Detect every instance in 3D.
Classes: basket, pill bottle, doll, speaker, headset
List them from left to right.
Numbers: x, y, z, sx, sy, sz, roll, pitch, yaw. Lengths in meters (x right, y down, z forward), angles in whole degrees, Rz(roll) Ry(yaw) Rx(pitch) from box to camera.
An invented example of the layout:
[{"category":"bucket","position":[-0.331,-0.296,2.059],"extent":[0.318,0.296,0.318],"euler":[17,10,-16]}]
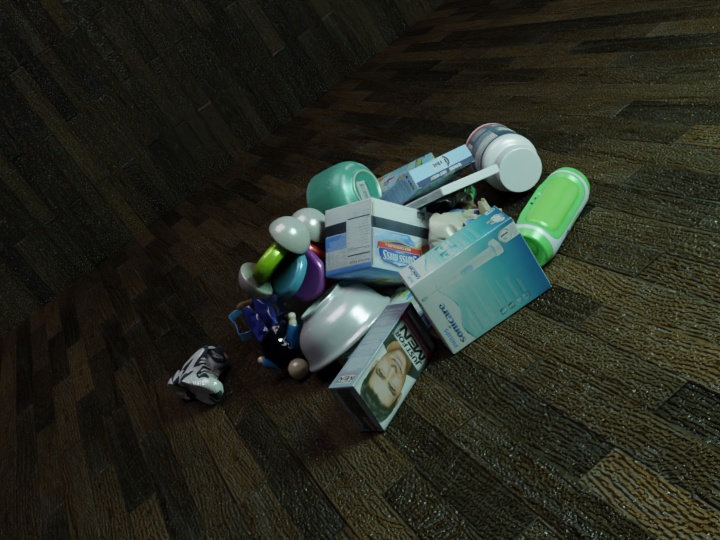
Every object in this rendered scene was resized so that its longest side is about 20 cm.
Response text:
[{"category":"doll","position":[-0.163,0.125,1.741],"extent":[0.048,0.200,0.137],"euler":[-3,-39,-51]},{"category":"basket","position":[-0.177,0.074,1.897],"extent":[0.199,0.140,0.176],"euler":[-32,20,-9]},{"category":"headset","position":[0.153,-0.117,1.877],"extent":[0.200,0.094,0.124],"euler":[-41,15,34]},{"category":"pill bottle","position":[0.298,-0.229,1.864],"extent":[0.119,0.120,0.200],"euler":[-34,22,2]},{"category":"speaker","position":[0.332,-0.094,1.582],"extent":[0.088,0.089,0.200],"euler":[-10,32,46]}]

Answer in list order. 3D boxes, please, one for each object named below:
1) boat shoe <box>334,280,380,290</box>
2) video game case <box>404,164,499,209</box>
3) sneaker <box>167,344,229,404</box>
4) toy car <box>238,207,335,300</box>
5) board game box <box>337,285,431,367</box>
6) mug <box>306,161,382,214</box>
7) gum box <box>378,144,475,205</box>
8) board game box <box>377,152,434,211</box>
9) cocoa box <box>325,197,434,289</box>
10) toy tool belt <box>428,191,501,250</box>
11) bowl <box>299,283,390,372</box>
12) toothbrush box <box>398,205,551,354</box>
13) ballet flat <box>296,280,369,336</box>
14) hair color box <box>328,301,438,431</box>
[{"category":"boat shoe","position":[0.000,0.001,1.885],"extent":[0.200,0.070,0.072],"euler":[-17,33,45]},{"category":"video game case","position":[0.156,-0.147,1.728],"extent":[0.142,0.018,0.200],"euler":[-24,1,-30]},{"category":"sneaker","position":[-0.320,0.209,1.906],"extent":[0.130,0.079,0.199],"euler":[-55,18,-25]},{"category":"toy car","position":[-0.121,-0.010,1.715],"extent":[0.175,0.150,0.200],"euler":[-51,-9,25]},{"category":"board game box","position":[0.061,0.104,1.631],"extent":[0.200,0.034,0.134],"euler":[-46,24,-26]},{"category":"mug","position":[-0.013,-0.148,1.946],"extent":[0.114,0.185,0.153],"euler":[-23,45,40]},{"category":"gum box","position":[0.115,-0.167,1.840],"extent":[0.169,0.045,0.200],"euler":[-28,-6,-35]},{"category":"board game box","position":[0.093,-0.165,2.051],"extent":[0.199,0.103,0.105],"euler":[-23,22,28]},{"category":"cocoa box","position":[0.047,-0.044,1.700],"extent":[0.133,0.199,0.132],"euler":[-12,73,45]},{"category":"toy tool belt","position":[0.215,-0.074,1.691],"extent":[0.122,0.126,0.200],"euler":[4,26,28]},{"category":"bowl","position":[-0.047,0.089,1.673],"extent":[0.201,0.090,0.201],"euler":[-42,7,6]},{"category":"toothbrush box","position":[0.187,0.015,1.482],"extent":[0.200,0.147,0.085],"euler":[-36,21,0]},{"category":"ballet flat","position":[-0.048,0.076,1.802],"extent":[0.200,0.072,0.072],"euler":[-38,22,-10]},{"category":"hair color box","position":[0.041,0.154,1.467],"extent":[0.060,0.099,0.200],"euler":[-11,32,45]}]
